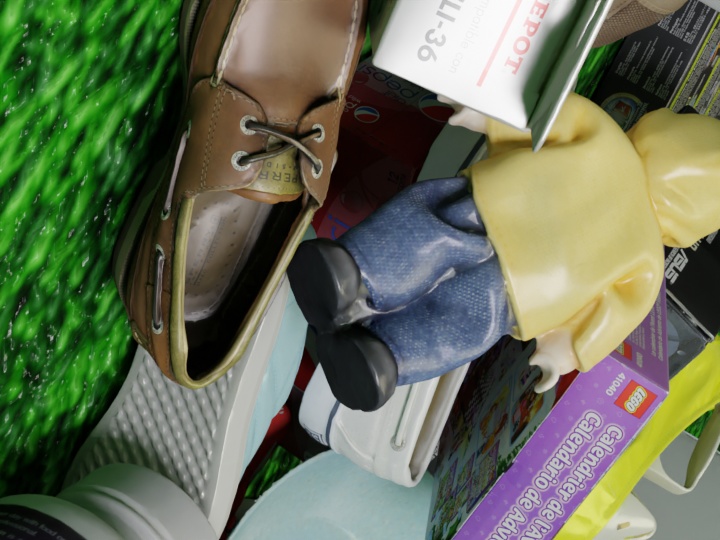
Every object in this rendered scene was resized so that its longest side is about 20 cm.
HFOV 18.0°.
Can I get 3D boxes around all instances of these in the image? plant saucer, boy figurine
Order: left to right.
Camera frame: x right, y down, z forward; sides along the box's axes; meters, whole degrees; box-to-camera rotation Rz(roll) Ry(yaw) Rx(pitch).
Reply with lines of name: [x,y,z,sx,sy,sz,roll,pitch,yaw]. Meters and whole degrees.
plant saucer: [-0.023,0.175,1.025,0.200,0.038,0.203,-11,105,-46]
boy figurine: [0.070,-0.021,0.899,0.199,0.125,0.064,-26,-177,-19]

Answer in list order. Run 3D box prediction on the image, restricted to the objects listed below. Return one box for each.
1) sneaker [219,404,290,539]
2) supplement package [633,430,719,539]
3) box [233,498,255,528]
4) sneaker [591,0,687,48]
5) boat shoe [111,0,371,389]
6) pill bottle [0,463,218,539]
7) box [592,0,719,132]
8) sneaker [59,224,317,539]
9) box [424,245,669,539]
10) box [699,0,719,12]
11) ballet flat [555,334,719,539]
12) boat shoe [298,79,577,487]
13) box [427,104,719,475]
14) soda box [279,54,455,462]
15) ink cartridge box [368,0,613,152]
sneaker: [-0.077,0.147,1.042,0.201,0.085,0.077,-60,162,5]
supplement package: [0.132,0.160,1.412,0.156,0.199,0.112,-37,152,-46]
box: [-0.044,0.195,1.179,0.125,0.097,0.200,-61,161,3]
sneaker: [0.112,-0.164,0.977,0.075,0.071,0.201,-29,-159,32]
boat shoe: [-0.035,-0.047,0.841,0.071,0.068,0.201,5,122,-23]
pill bottle: [-0.138,0.153,0.856,0.200,0.111,0.112,-36,151,-49]
box: [0.198,-0.121,1.397,0.201,0.044,0.160,-64,160,13]
sneaker: [-0.063,0.063,0.969,0.082,0.074,0.201,-11,130,-61]
box: [0.085,0.049,1.032,0.137,0.039,0.200,-55,-171,25]
box: [0.252,-0.250,1.155,0.199,0.130,0.201,-49,165,-41]
ballet flat: [0.149,0.110,1.259,0.200,0.067,0.067,-45,-175,-28]
boat shoe: [0.056,0.003,0.964,0.203,0.086,0.075,-60,160,6]
box: [0.121,0.028,1.232,0.200,0.086,0.164,-46,180,35]
soda box: [0.000,0.000,1.047,0.070,0.063,0.201,-38,152,-42]
ink cartridge box: [0.053,-0.129,0.849,0.200,0.067,0.117,-97,-150,-71]
